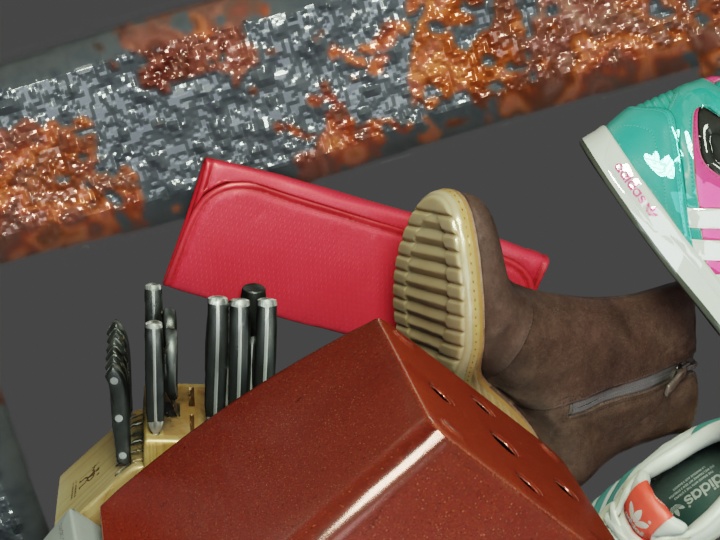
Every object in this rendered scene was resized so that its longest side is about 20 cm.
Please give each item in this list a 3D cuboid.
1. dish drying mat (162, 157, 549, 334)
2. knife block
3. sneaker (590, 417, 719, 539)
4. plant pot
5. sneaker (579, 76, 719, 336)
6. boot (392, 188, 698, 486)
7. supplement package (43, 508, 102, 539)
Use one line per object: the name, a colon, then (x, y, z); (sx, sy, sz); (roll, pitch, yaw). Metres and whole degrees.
dish drying mat: (0.000, 0.000, 0.918); (0.200, 0.018, 0.077); (15, 109, -16)
knife block: (-0.070, 0.103, 0.915); (0.176, 0.064, 0.200); (-40, 113, 12)
sneaker: (0.149, 0.147, 0.955); (0.200, 0.070, 0.093); (-39, 155, 6)
plant pot: (0.013, 0.145, 0.808); (0.200, 0.200, 0.176); (39, 99, -21)
sneaker: (0.222, -0.025, 0.906); (0.121, 0.084, 0.200); (-37, 96, 9)
boot: (0.106, 0.029, 0.919); (0.166, 0.072, 0.200); (-20, 118, -26)
supplement package: (-0.143, 0.260, 0.842); (0.151, 0.152, 0.200); (38, 95, -21)
